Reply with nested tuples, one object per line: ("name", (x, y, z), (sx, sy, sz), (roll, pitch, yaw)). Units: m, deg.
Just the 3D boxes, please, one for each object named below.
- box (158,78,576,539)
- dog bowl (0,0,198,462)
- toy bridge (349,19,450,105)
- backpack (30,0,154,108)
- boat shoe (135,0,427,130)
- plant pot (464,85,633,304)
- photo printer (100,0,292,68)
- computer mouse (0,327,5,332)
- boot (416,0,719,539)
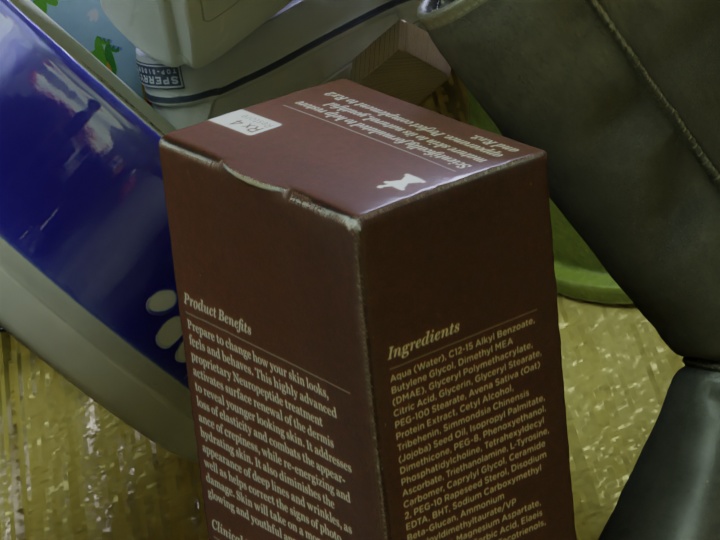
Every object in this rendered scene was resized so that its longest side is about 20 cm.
("box", (0.005, 0.055, 0.845), (0.075, 0.200, 0.100), (-22, 28, -30))
("dog bowl", (-0.102, -0.028, 0.992), (0.079, 0.200, 0.200), (-49, 36, 1))
("toy bridge", (0.000, 0.000, 1.046), (0.067, 0.027, 0.200), (-38, 36, 41))
("backpack", (-0.135, -0.094, 1.152), (0.154, 0.163, 0.200), (39, 108, 55))
("boat shoe", (0.000, -0.092, 1.148), (0.200, 0.065, 0.074), (-25, 22, -27))
("plant pot", (0.094, -0.122, 1.008), (0.200, 0.184, 0.201), (-21, 37, 17))
("photo printer", (-0.017, -0.187, 1.047), (0.200, 0.167, 0.069), (-40, 60, -20))
("computer mouse", (-0.157, 0.036, 1.150), (0.200, 0.034, 0.059), (-15, 12, 16))
("boot", (0.081, -0.003, 0.857), (0.072, 0.200, 0.182), (4, 47, 49))
